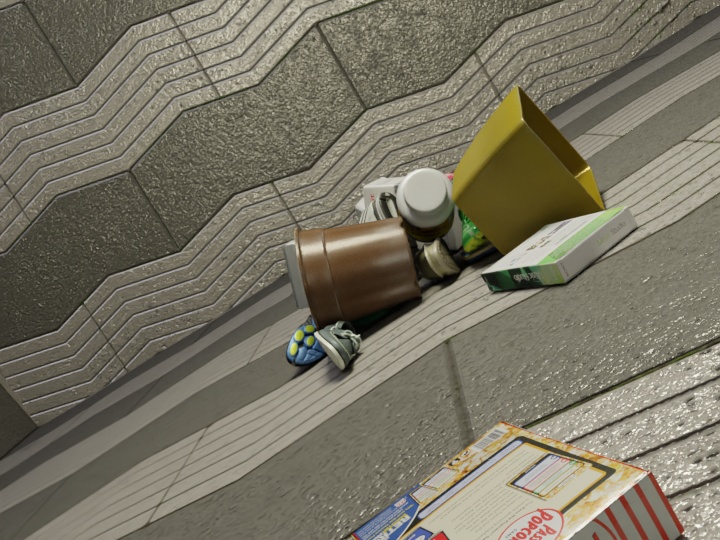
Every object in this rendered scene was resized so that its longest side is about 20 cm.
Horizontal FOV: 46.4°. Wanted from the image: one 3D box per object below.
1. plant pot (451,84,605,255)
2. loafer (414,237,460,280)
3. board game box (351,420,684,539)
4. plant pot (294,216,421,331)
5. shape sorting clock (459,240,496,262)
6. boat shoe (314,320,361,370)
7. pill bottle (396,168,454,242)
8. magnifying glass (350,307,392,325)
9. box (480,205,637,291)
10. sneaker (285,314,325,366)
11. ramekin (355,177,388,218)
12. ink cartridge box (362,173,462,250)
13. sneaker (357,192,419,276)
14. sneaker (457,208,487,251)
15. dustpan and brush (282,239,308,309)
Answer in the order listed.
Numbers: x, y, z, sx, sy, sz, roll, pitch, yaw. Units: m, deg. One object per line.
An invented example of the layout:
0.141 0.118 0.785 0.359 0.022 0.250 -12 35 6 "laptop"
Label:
0.258 -0.148 1.373 0.176 0.200 0.201 -39 16 24 "plant pot"
0.138 -0.015 1.552 0.068 0.076 0.200 -32 -2 8 "loafer"
0.089 0.174 0.555 0.151 0.047 0.200 -34 7 -13 "board game box"
0.000 0.000 1.519 0.196 0.203 0.200 -13 8 3 "plant pot"
0.266 -0.082 1.558 0.199 0.039 0.200 -32 7 4 "shape sorting clock"
-0.033 0.115 1.387 0.062 0.073 0.200 -36 2 -3 "boat shoe"
0.123 -0.123 1.565 0.109 0.110 0.200 -32 -12 0 "pill bottle"
-0.008 0.092 1.640 0.199 0.023 0.079 -27 10 44 "magnifying glass"
0.274 -0.027 1.179 0.144 0.037 0.200 -35 6 -19 "box"
-0.096 0.137 1.590 0.083 0.070 0.200 -54 2 21 "sneaker"
0.076 -0.110 1.966 0.097 0.201 0.200 -39 8 -6 "ramekin"
0.117 -0.121 1.765 0.198 0.147 0.084 0 19 29 "ink cartridge box"
0.051 -0.047 1.724 0.075 0.203 0.115 -1 -23 -39 "sneaker"
0.201 -0.097 1.513 0.074 0.084 0.200 -37 12 21 "sneaker"
-0.039 -0.010 1.646 0.197 0.141 0.057 -9 17 11 "dustpan and brush"
